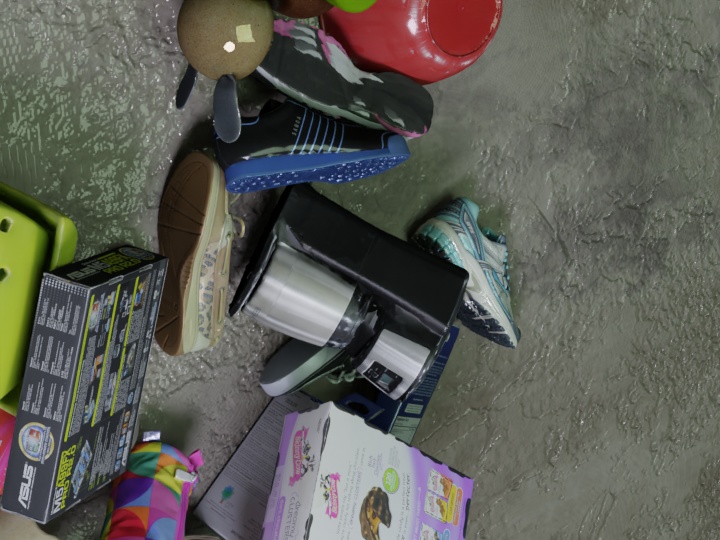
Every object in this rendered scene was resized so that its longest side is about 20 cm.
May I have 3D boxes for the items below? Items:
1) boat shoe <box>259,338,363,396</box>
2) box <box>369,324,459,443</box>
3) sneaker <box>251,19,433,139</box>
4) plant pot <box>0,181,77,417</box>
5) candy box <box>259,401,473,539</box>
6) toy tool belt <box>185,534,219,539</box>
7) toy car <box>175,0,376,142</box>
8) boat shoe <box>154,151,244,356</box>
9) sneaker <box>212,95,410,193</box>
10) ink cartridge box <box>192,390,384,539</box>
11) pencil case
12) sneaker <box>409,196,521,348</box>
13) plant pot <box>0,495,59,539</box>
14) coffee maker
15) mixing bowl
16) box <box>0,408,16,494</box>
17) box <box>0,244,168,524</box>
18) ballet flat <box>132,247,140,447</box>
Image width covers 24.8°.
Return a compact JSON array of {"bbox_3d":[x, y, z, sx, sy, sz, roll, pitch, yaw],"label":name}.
[{"bbox_3d":[-0.017,0.081,1.689,0.199,0.073,0.069,-40,113,-33],"label":"boat shoe"},{"bbox_3d":[0.045,0.143,1.752,0.202,0.032,0.121,-65,164,0],"label":"box"},{"bbox_3d":[-0.033,-0.164,1.587,0.199,0.086,0.081,27,56,-21],"label":"sneaker"},{"bbox_3d":[-0.347,0.012,1.319,0.180,0.198,0.202,6,102,-46],"label":"plant pot"},{"bbox_3d":[0.006,0.242,1.541,0.199,0.071,0.169,32,56,-33],"label":"candy box"},{"bbox_3d":[-0.176,0.325,1.573,0.200,0.122,0.126,-11,114,-65],"label":"toy tool belt"},{"bbox_3d":[-0.101,-0.220,1.462,0.157,0.164,0.202,12,106,-41],"label":"toy car"},{"bbox_3d":[-0.151,-0.018,1.550,0.062,0.073,0.202,-6,120,-39],"label":"boat shoe"},{"bbox_3d":[-0.045,-0.124,1.528,0.198,0.070,0.079,-8,77,-32],"label":"sneaker"},{"bbox_3d":[-0.057,0.205,1.658,0.201,0.136,0.076,-56,132,-8],"label":"ink cartridge box"},{"bbox_3d":[-0.199,0.246,1.516,0.087,0.201,0.089,2,131,3],"label":"pencil case"},{"bbox_3d":[0.137,0.004,1.786,0.086,0.077,0.201,-49,130,-19],"label":"sneaker"},{"bbox_3d":[-0.347,0.306,1.439,0.183,0.199,0.202,-43,128,-33],"label":"plant pot"},{"bbox_3d":[0.000,0.000,1.582,0.199,0.135,0.193,27,86,-8],"label":"coffee maker"},{"bbox_3d":[0.068,-0.265,1.612,0.199,0.108,0.202,-15,116,-34],"label":"mixing bowl"},{"bbox_3d":[-0.293,0.095,1.453,0.099,0.095,0.202,21,92,-42],"label":"box"},{"bbox_3d":[-0.226,0.089,1.358,0.160,0.044,0.202,-29,134,-70],"label":"box"},{"bbox_3d":[-0.230,0.075,1.537,0.067,0.046,0.202,-7,107,-50],"label":"ballet flat"}]
